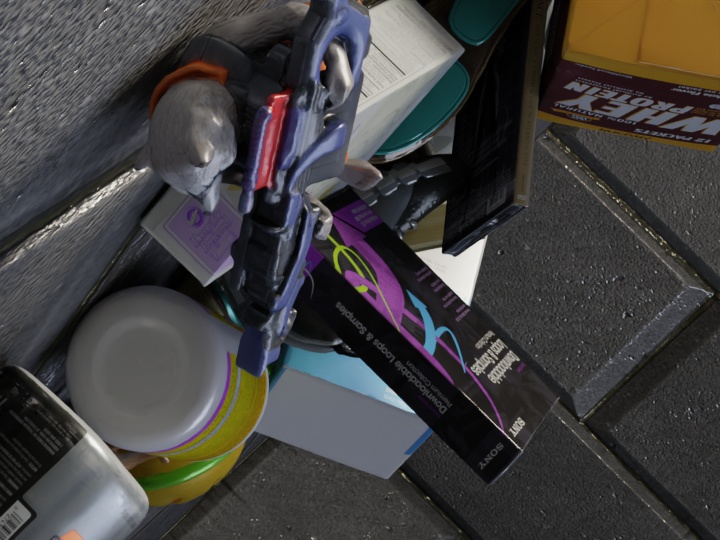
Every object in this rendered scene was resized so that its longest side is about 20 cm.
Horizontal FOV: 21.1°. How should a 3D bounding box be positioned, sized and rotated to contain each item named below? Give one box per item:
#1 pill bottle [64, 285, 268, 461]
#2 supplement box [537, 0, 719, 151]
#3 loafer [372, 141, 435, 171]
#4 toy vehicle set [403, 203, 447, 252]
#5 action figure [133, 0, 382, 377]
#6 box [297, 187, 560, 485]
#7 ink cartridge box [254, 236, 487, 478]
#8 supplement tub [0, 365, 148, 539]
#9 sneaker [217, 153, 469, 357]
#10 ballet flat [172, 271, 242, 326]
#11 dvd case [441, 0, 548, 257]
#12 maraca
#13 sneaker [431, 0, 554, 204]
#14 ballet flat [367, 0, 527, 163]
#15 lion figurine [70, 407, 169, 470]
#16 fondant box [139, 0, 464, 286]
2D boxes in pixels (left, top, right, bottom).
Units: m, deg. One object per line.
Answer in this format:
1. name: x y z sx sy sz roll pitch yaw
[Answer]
1. pill bottle: -0.120 0.073 1.287 0.104 0.104 0.200 -46 167 0
2. supplement box: 0.203 -0.202 1.275 0.200 0.132 0.199 94 7 -83
3. loafer: 0.002 -0.094 1.409 0.063 0.072 0.200 -30 173 14
4. toy vehicle set: -0.001 -0.021 1.514 0.199 0.027 0.124 -11 178 2
5. action figure: -0.049 -0.060 0.938 0.193 0.104 0.201 -26 135 -64
6. box: 0.035 0.037 1.219 0.036 0.200 0.143 -45 177 18
7. ink cartridge box: 0.004 0.048 1.692 0.147 0.145 0.201 127 -18 -60
8. supplement tub: -0.228 0.162 1.095 0.200 0.122 0.123 -45 176 -13
9. sneaker: 0.000 0.000 1.372 0.199 0.116 0.075 -22 173 -7
10. ballet flat: -0.122 0.043 1.457 0.071 0.071 0.200 -46 176 -4
11. dvd case: 0.098 -0.123 1.385 0.149 0.016 0.201 141 -43 -69
12. maraca: -0.146 0.116 1.564 0.200 0.136 0.108 -60 145 -54
13. sneaker: 0.110 -0.130 1.484 0.115 0.075 0.201 34 -79 55
14. ballet flat: 0.052 -0.151 1.320 0.200 0.068 0.072 -56 -169 -10
15. lion figurine: -0.210 0.131 1.408 0.122 0.073 0.200 -19 160 1
16. fondant box: -0.031 -0.083 1.168 0.144 0.058 0.200 -48 175 28
